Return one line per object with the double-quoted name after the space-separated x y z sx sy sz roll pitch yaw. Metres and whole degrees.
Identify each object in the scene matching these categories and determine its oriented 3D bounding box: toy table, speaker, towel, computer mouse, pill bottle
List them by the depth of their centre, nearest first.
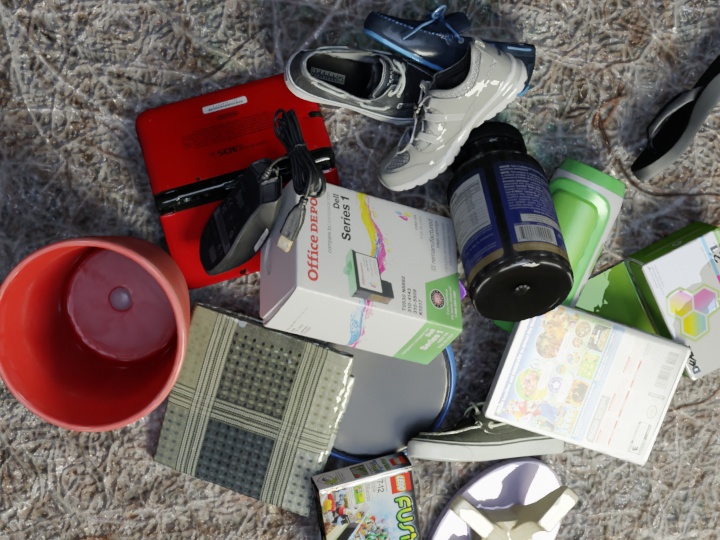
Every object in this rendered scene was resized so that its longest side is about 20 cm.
-0.093 -0.052 1.576 0.046 0.141 0.201 16 121 -34 "computer mouse"
0.153 -0.056 1.641 0.111 0.112 0.201 -5 55 -7 "pill bottle"
-0.115 0.149 1.685 0.191 0.035 0.202 19 105 4 "towel"
0.219 -0.019 1.710 0.088 0.088 0.201 24 93 -9 "speaker"
0.161 0.308 1.722 0.183 0.117 0.201 30 91 -10 "toy table"

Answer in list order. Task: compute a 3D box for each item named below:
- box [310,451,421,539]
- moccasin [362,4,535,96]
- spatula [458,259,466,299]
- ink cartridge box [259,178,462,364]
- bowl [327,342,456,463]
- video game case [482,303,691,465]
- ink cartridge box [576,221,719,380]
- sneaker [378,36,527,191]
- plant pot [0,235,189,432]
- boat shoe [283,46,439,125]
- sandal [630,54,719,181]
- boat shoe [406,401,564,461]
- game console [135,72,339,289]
0.014 0.307 1.710 0.109 0.035 0.202 -14 114 -12 "box"
0.098 -0.252 1.679 0.198 0.080 0.069 16 104 -23 "moccasin"
0.131 -0.023 1.730 0.200 0.021 0.057 -45 101 -2 "spatula"
0.000 0.000 1.627 0.198 0.084 0.146 15 54 -24 "ink cartridge box"
0.011 0.120 1.716 0.199 0.039 0.203 -1 99 -6 "bowl"
0.248 0.121 1.689 0.198 0.018 0.144 18 101 -13 "video game case"
0.336 0.056 1.738 0.199 0.076 0.149 -27 99 -4 "ink cartridge box"
0.082 -0.171 1.648 0.082 0.075 0.200 35 110 -28 "sneaker"
-0.262 0.048 1.593 0.198 0.177 0.202 1 101 5 "plant pot"
0.020 -0.204 1.656 0.198 0.068 0.072 10 83 -22 "boat shoe"
0.361 -0.182 1.722 0.043 0.076 0.201 40 79 -12 "sandal"
0.138 0.178 1.719 0.198 0.071 0.064 -1 87 -30 "boat shoe"
-0.129 -0.100 1.689 0.198 0.119 0.174 -16 67 -6 "game console"
